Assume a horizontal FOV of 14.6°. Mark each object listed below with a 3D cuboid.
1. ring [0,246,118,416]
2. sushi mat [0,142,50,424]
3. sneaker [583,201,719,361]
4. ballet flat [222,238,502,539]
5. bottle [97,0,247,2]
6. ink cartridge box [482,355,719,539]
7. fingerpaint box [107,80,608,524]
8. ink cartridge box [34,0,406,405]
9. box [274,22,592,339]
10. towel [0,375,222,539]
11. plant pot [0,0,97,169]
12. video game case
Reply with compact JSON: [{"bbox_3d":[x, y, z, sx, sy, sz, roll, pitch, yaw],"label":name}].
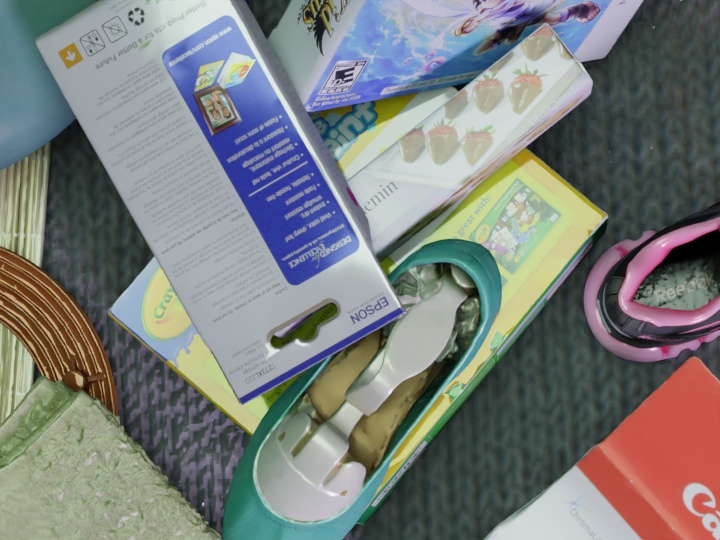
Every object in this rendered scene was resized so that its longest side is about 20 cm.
[{"bbox_3d":[-0.224,0.080,1.450,0.199,0.019,0.202,-1,85,7],"label":"ring"},{"bbox_3d":[-0.215,0.021,1.471,0.095,0.012,0.202,3,84,5],"label":"sushi mat"},{"bbox_3d":[0.206,-0.015,1.396,0.199,0.095,0.079,-27,81,0],"label":"sneaker"},{"bbox_3d":[-0.004,0.065,1.345,0.067,0.070,0.200,37,88,6],"label":"ballet flat"},{"bbox_3d":[-0.098,-0.148,1.452,0.083,0.065,0.202,-1,84,6],"label":"bottle"},{"bbox_3d":[0.141,0.168,1.375,0.163,0.057,0.200,48,115,8],"label":"ink cartridge box"},{"bbox_3d":[0.000,0.000,1.423,0.167,0.073,0.200,39,88,7],"label":"fingerpaint box"},{"bbox_3d":[-0.064,-0.047,1.327,0.094,0.037,0.201,-29,90,11],"label":"ink cartridge box"},{"bbox_3d":[0.026,-0.043,1.368,0.200,0.041,0.039,-38,82,-1],"label":"box"},{"bbox_3d":[-0.136,0.167,1.417,0.148,0.036,0.200,-43,98,-2],"label":"towel"},{"bbox_3d":[-0.223,-0.129,1.400,0.160,0.200,0.202,-8,83,-21],"label":"plant pot"},{"bbox_3d":[0.073,-0.160,1.337,0.199,0.182,0.046,-13,60,-35],"label":"video game case"}]
